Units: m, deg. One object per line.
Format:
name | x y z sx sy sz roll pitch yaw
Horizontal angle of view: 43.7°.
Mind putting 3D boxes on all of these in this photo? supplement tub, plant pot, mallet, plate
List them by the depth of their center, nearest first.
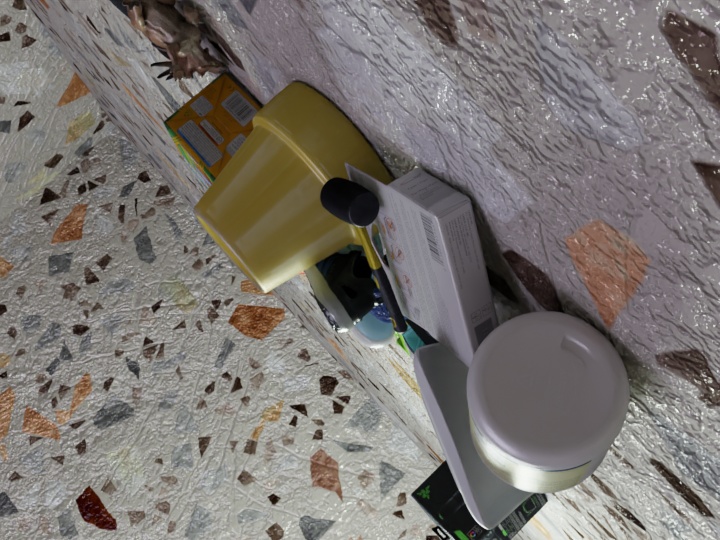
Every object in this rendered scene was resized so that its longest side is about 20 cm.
supplement tub | 0.178 0.137 0.878 0.145 0.145 0.200 44 169 21
mallet | 0.019 -0.009 0.964 0.066 0.041 0.201 25 146 58
plate | 0.132 0.174 1.016 0.200 0.032 0.201 -7 -108 -60
plant pot | -0.085 -0.083 1.052 0.201 0.189 0.201 47 171 9

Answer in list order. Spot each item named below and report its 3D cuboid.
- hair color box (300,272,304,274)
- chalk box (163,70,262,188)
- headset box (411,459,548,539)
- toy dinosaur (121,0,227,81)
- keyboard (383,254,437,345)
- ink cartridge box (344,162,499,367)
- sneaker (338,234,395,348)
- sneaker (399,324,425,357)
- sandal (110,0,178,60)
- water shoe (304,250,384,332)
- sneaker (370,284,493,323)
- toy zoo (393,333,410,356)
hair color box | -0.088 -0.087 1.264 0.200 0.063 0.112 69 -161 -62
chalk box | -0.193 -0.178 1.347 0.125 0.124 0.200 46 170 12
headset box | 0.220 0.436 1.704 0.174 0.200 0.093 39 168 44
toy dinosaur | -0.263 -0.323 1.188 0.200 0.086 0.135 52 168 -20
keyboard | 0.093 0.052 1.176 0.200 0.021 0.127 50 152 21
ink cartridge box | 0.067 -0.014 0.944 0.176 0.045 0.201 38 152 51
sneaker | 0.000 0.000 1.167 0.082 0.073 0.201 92 163 -71
sneaker | 0.079 0.064 1.258 0.200 0.077 0.080 41 159 35
sandal | -0.294 -0.371 1.216 0.200 0.076 0.043 59 -168 -45
water shoe | -0.022 0.008 1.110 0.072 0.079 0.200 61 180 -32
sneaker | 0.088 0.017 1.065 0.199 0.078 0.070 -2 129 50
toy zoo | 0.121 0.157 1.579 0.200 0.020 0.131 43 169 27
